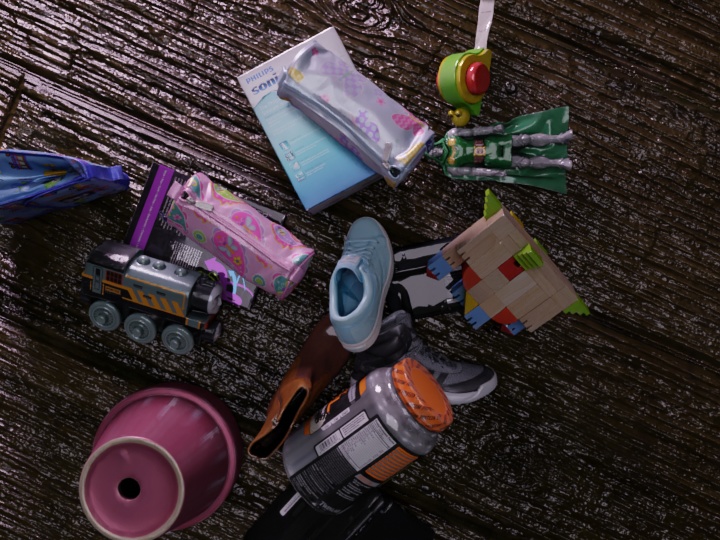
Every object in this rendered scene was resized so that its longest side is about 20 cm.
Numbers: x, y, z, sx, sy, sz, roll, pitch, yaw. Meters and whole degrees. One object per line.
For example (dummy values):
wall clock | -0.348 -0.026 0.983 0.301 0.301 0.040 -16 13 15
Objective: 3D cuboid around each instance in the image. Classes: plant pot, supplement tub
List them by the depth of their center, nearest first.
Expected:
supplement tub | 0.010 0.205 0.869 0.200 0.123 0.123 -39 90 17
plant pot | -0.266 0.257 0.900 0.199 0.179 0.201 0 91 0

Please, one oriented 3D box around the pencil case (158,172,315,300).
pencil case | -0.159 -0.046 0.908 0.200 0.087 0.088 36 91 -1

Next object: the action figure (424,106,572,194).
action figure | 0.186 -0.162 0.951 0.199 0.055 0.119 -1 93 5

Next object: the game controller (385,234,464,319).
game controller | 0.130 0.006 0.964 0.199 0.042 0.105 -11 105 2

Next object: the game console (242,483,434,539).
game console | -0.031 0.376 0.976 0.200 0.116 0.176 -48 59 1

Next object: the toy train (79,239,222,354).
toy train | -0.279 0.035 0.929 0.199 0.085 0.114 17 120 3

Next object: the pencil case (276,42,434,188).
pencil case | -0.007 -0.189 0.852 0.200 0.083 0.091 39 55 1

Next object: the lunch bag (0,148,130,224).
lunch bag | -0.410 -0.120 0.913 0.199 0.151 0.094 -7 91 2

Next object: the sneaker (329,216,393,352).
sneaker | 0.000 0.000 0.900 0.074 0.082 0.200 -6 55 13

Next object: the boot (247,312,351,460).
boot | -0.071 0.133 0.883 0.068 0.200 0.188 41 91 3

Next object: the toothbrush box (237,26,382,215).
toothbrush box | -0.052 -0.197 0.937 0.146 0.085 0.200 -29 91 1

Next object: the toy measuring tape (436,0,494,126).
toy measuring tape | 0.143 -0.296 0.938 0.073 0.074 0.201 8 92 1

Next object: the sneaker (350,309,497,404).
sneaker | 0.084 0.115 0.931 0.199 0.076 0.114 0 106 5

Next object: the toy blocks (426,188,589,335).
toy blocks | 0.179 0.015 0.909 0.137 0.100 0.200 -40 102 20

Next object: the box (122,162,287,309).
box | -0.218 -0.047 0.968 0.200 0.036 0.143 22 92 2
